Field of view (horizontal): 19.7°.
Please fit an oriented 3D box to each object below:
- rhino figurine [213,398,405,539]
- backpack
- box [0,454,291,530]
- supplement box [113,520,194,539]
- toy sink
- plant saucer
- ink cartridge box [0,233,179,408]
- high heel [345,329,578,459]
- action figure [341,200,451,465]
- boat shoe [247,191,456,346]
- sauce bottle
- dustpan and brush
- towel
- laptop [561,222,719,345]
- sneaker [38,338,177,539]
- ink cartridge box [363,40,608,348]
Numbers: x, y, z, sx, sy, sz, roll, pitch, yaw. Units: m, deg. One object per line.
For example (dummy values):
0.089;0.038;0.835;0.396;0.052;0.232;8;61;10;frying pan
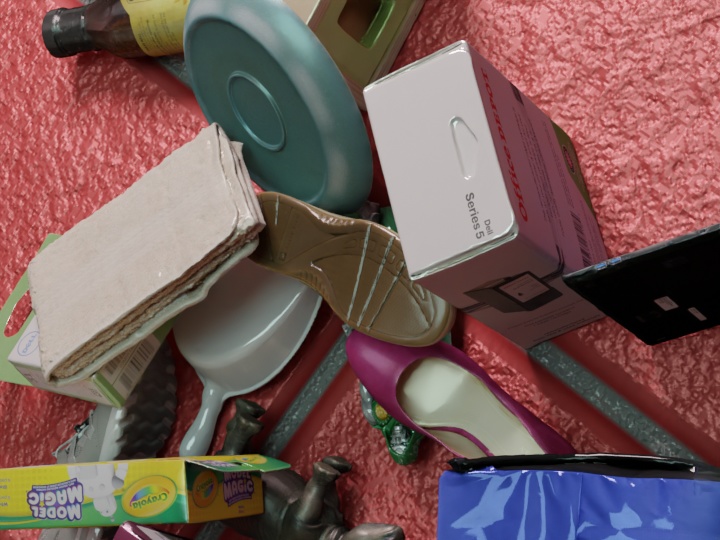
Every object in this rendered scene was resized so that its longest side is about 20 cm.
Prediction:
-0.038;0.176;1.494;0.199;0.060;0.088;31;103;29;rhino figurine
0.162;0.200;1.267;0.198;0.162;0.169;-5;75;17;backpack
-0.158;0.156;1.459;0.199;0.117;0.049;-7;84;24;box
-0.110;0.265;1.425;0.103;0.200;0.131;31;92;31;supplement box
-0.012;-0.244;1.565;0.112;0.130;0.201;26;87;31;toy sink
-0.067;-0.120;1.496;0.027;0.201;0.200;-36;55;-26;plant saucer
-0.223;0.023;1.596;0.199;0.048;0.146;9;59;40;ink cartridge box
0.067;0.098;1.411;0.200;0.096;0.067;40;91;12;high heel
0.027;0.043;1.506;0.117;0.055;0.202;-13;72;25;action figure
0.000;0.000;1.462;0.199;0.065;0.073;26;95;39;boat shoe
-0.166;-0.205;1.670;0.199;0.066;0.067;-6;73;24;sauce bottle
-0.104;0.064;1.574;0.139;0.057;0.201;20;79;39;dustpan and brush
-0.159;-0.012;1.512;0.199;0.034;0.133;-34;40;13;towel
0.241;-0.044;1.346;0.199;0.177;0.104;-19;67;21;laptop
-0.202;0.135;1.583;0.082;0.075;0.201;13;82;29;sneaker
0.092;-0.047;1.411;0.084;0.200;0.146;-23;66;20;ink cartridge box
